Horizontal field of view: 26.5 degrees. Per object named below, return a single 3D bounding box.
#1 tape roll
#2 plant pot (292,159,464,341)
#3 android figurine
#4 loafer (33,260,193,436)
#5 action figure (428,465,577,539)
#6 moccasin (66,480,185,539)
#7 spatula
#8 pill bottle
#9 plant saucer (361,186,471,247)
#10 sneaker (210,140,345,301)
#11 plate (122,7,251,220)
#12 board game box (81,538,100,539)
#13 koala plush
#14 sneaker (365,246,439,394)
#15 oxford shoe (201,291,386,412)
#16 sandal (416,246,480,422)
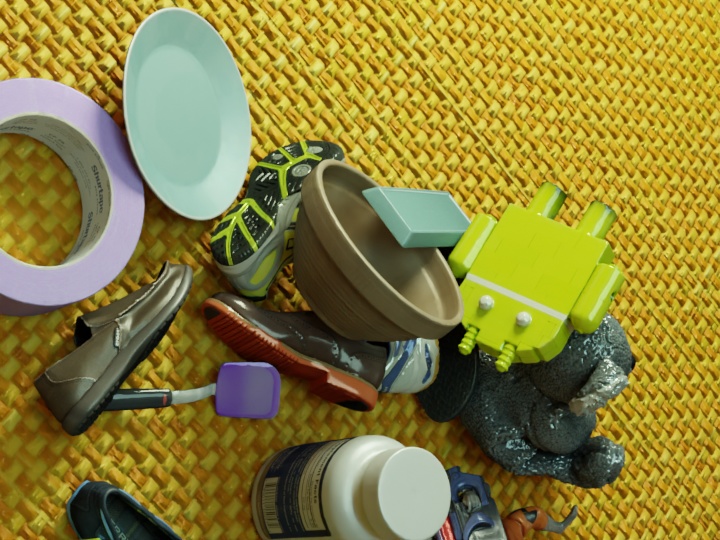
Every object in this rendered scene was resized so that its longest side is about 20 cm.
[{"bbox_3d":[-0.293,-0.064,1.353,0.198,0.065,0.203,9,75,-35],"label":"tape roll"},{"bbox_3d":[0.000,0.000,1.460,0.200,0.093,0.202,42,20,-19],"label":"plant pot"},{"bbox_3d":[0.170,0.009,1.524,0.201,0.181,0.041,-56,146,-13],"label":"android figurine"},{"bbox_3d":[-0.220,0.054,1.373,0.071,0.073,0.201,37,52,0],"label":"loafer"},{"bbox_3d":[0.141,0.305,1.545,0.191,0.105,0.202,5,44,-10],"label":"action figure"},{"bbox_3d":[-0.182,0.269,1.360,0.200,0.068,0.081,45,59,-20],"label":"moccasin"},{"bbox_3d":[-0.165,0.116,1.427,0.198,0.020,0.057,-1,105,-32],"label":"spatula"},{"bbox_3d":[-0.008,0.211,1.415,0.110,0.199,0.113,8,76,-34],"label":"pill bottle"},{"bbox_3d":[0.066,-0.055,1.540,0.070,0.019,0.199,54,19,14],"label":"plant saucer"},{"bbox_3d":[-0.079,-0.054,1.512,0.200,0.075,0.077,-51,140,-34],"label":"sneaker"},{"bbox_3d":[-0.169,-0.147,1.450,0.199,0.025,0.203,18,69,-57],"label":"plate"},{"bbox_3d":[-0.206,0.325,1.311,0.048,0.101,0.201,-39,103,-34],"label":"board game box"},{"bbox_3d":[0.209,0.109,1.573,0.181,0.200,0.179,5,59,-18],"label":"koala plush"},{"bbox_3d":[0.027,0.025,1.556,0.087,0.075,0.203,-2,81,-35],"label":"sneaker"},{"bbox_3d":[-0.063,0.064,1.481,0.199,0.071,0.073,31,66,-21],"label":"oxford shoe"},{"bbox_3d":[0.097,0.058,1.604,0.048,0.075,0.204,16,70,-54],"label":"sandal"}]
